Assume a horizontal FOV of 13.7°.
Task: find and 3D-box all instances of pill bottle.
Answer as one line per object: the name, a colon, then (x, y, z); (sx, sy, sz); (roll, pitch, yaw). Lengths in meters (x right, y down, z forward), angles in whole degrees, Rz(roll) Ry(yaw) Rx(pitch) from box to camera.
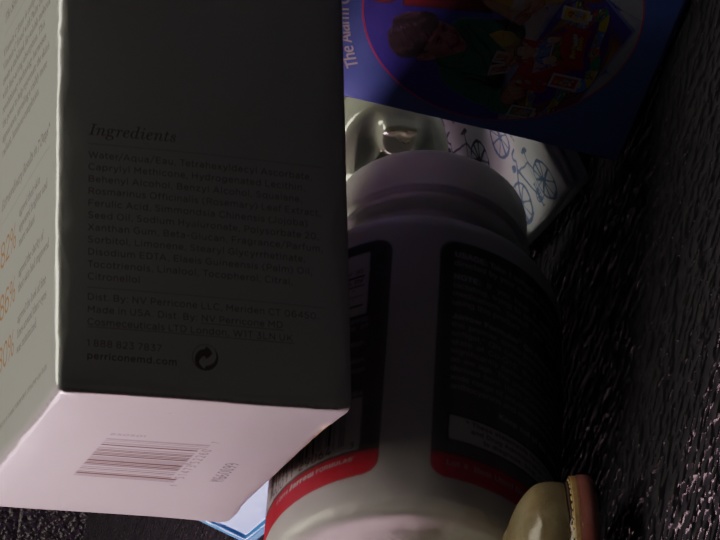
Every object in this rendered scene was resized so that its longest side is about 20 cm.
pill bottle: (0.022, 0.050, 1.153); (0.111, 0.111, 0.200); (111, 168, -44)

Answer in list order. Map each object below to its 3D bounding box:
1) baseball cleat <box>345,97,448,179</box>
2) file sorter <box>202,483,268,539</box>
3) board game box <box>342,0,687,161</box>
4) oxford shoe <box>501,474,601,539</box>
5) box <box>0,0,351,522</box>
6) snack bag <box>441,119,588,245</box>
baseball cleat: (0.000, 0.000, 1.306); (0.106, 0.070, 0.200); (-106, 28, -62)
file sorter: (-0.052, 0.017, 1.449); (0.200, 0.139, 0.123); (-42, 27, 45)
board game box: (0.062, -0.140, 1.097); (0.045, 0.134, 0.200); (-87, 14, -47)
oxford shoe: (0.033, 0.154, 1.053); (0.070, 0.075, 0.200); (-92, 17, -61)
box: (-0.077, -0.025, 1.098); (0.152, 0.106, 0.200); (135, 137, -63)
snack bag: (0.028, -0.094, 1.298); (0.200, 0.021, 0.189); (67, 161, 11)
